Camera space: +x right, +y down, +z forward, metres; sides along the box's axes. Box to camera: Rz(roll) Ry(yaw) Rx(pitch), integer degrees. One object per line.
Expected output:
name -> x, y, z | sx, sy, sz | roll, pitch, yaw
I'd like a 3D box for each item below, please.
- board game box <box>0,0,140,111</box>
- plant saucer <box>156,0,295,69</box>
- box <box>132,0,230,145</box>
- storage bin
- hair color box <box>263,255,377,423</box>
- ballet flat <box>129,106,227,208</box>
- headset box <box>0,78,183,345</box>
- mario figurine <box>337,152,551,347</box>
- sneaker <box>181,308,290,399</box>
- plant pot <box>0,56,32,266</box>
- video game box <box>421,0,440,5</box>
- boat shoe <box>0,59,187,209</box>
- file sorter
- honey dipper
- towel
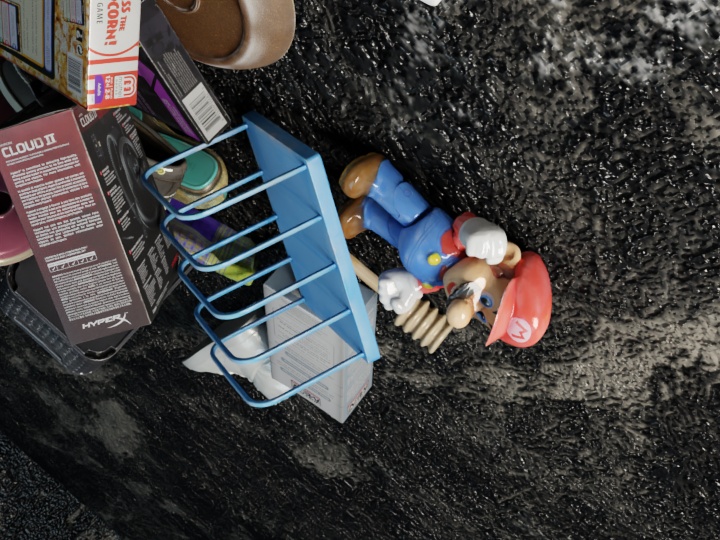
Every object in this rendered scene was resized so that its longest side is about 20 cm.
board game box -> -0.242, -0.229, 0.887 | 0.200, 0.046, 0.152 | 32, 124, 39
plant saucer -> -0.138, -0.230, 0.887 | 0.199, 0.032, 0.201 | 31, 153, 17
box -> -0.209, -0.193, 0.981 | 0.200, 0.036, 0.143 | 30, 160, 42
storage bin -> -0.265, -0.007, 1.199 | 0.135, 0.200, 0.094 | 43, 153, -8
hair color box -> -0.041, 0.071, 1.191 | 0.099, 0.061, 0.200 | 31, 152, 17
ballet flat -> -0.210, -0.120, 1.116 | 0.199, 0.071, 0.071 | 32, 152, 15
headset box -> -0.222, -0.064, 0.942 | 0.149, 0.077, 0.201 | -87, -20, -70
mario figurine -> 0.057, -0.004, 0.894 | 0.200, 0.106, 0.123 | 36, -177, 21
sneaker -> -0.135, 0.117, 1.369 | 0.116, 0.074, 0.200 | 48, 151, -11
plant pot -> -0.367, -0.106, 1.111 | 0.179, 0.199, 0.201 | 58, 174, 47
video game box -> -0.022, -0.270, 0.658 | 0.199, 0.047, 0.183 | 31, 154, 15
boat shoe -> -0.242, -0.137, 1.045 | 0.201, 0.072, 0.061 | 40, 121, 1
file sorter -> -0.088, -0.007, 0.979 | 0.139, 0.122, 0.201 | 39, 152, 55
honey dipper -> 0.000, 0.000, 1.062 | 0.200, 0.038, 0.038 | 39, 154, 8
towel -> -0.184, -0.054, 1.117 | 0.199, 0.023, 0.144 | 32, -171, -7
